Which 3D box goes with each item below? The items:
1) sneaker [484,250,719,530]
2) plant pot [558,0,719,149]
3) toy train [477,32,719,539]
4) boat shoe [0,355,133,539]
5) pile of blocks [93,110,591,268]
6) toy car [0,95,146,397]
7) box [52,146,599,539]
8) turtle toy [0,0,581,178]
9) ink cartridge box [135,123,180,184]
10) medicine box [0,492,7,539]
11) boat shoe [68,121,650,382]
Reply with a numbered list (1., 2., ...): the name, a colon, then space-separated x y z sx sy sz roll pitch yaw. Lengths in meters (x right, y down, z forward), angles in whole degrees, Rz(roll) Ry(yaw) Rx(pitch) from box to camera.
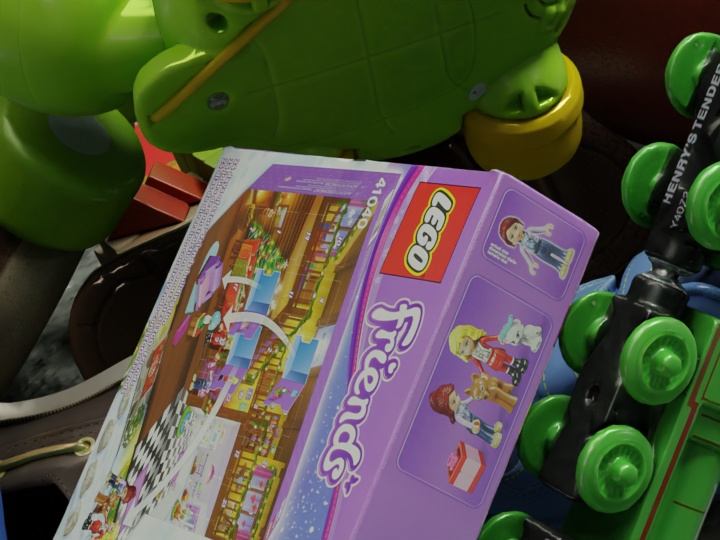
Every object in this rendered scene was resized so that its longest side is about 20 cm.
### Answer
1. sneaker: 0.092 0.022 0.689 0.198 0.083 0.074 -13 33 22
2. plant pot: 0.164 -0.118 0.772 0.194 0.202 0.201 -2 34 50
3. toy train: 0.076 0.033 0.613 0.042 0.056 0.201 25 94 59
4. boat shoe: -0.081 0.069 0.760 0.198 0.072 0.060 -11 48 14
5. pile of blocks: -0.017 -0.049 0.911 0.199 0.062 0.082 -22 29 4
6. toy car: -0.185 -0.048 0.838 0.165 0.199 0.158 -54 11 34
7. box: -0.027 0.067 0.637 0.136 0.039 0.201 9 73 56
8. turtle toy: -0.022 -0.090 0.734 0.198 0.146 0.102 -17 49 -5
9. ink cartridge box: -0.059 -0.104 1.053 0.199 0.045 0.176 -30 28 -10
10. medicine box: -0.189 0.060 0.654 0.102 0.184 0.200 -11 -8 21
11. boat shoe: -0.002 -0.006 0.821 0.201 0.075 0.075 -13 0 -5
